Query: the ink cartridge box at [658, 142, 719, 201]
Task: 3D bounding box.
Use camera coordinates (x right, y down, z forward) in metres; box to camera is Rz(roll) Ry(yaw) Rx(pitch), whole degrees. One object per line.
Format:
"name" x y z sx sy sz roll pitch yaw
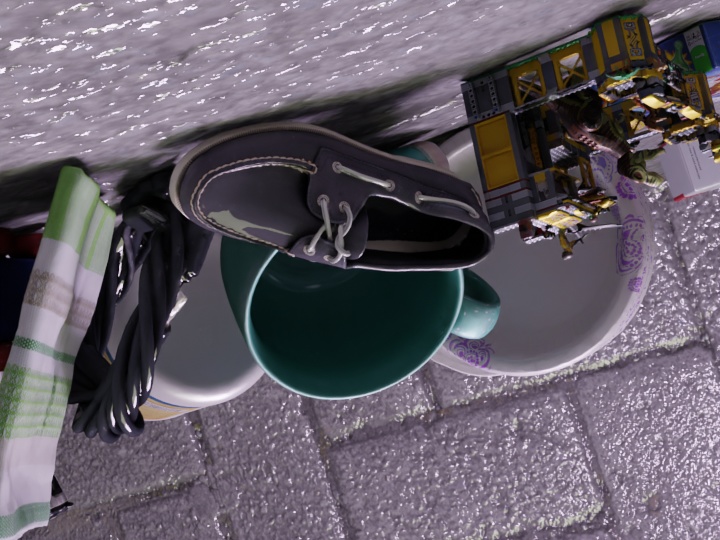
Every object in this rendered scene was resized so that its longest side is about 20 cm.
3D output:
"ink cartridge box" 0.514 -0.165 1.638 0.199 0.083 0.146 -18 176 3

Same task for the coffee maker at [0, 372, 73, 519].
"coffee maker" -0.362 0.143 1.041 0.191 0.201 0.135 -19 176 18

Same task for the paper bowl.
"paper bowl" 0.136 -0.021 0.988 0.200 0.201 0.104 -19 175 22

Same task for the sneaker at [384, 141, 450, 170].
"sneaker" -0.022 -0.044 0.968 0.080 0.072 0.200 -13 166 -44

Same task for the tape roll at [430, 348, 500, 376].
"tape roll" 0.119 -0.009 1.111 0.202 0.203 0.071 -20 175 34

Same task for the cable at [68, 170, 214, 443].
"cable" -0.144 0.030 0.777 0.051 0.164 0.200 15 162 -24

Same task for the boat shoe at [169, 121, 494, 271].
"boat shoe" -0.009 -0.036 0.707 0.199 0.073 0.063 6 -153 -30

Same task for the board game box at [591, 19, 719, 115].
"board game box" 0.279 -0.157 0.936 0.199 0.035 0.135 -15 175 -35

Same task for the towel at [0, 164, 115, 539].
"towel" -0.173 0.051 0.689 0.031 0.201 0.149 14 173 -6

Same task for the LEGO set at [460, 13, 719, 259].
"LEGO set" 0.158 -0.069 0.788 0.153 0.116 0.200 -15 166 20

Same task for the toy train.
"toy train" -0.259 0.021 0.729 0.115 0.085 0.200 -5 178 8

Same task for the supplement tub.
"supplement tub" -0.159 0.046 1.004 0.144 0.145 0.200 -16 176 -27

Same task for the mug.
"mug" -0.011 0.003 0.849 0.152 0.185 0.115 -37 -143 5
